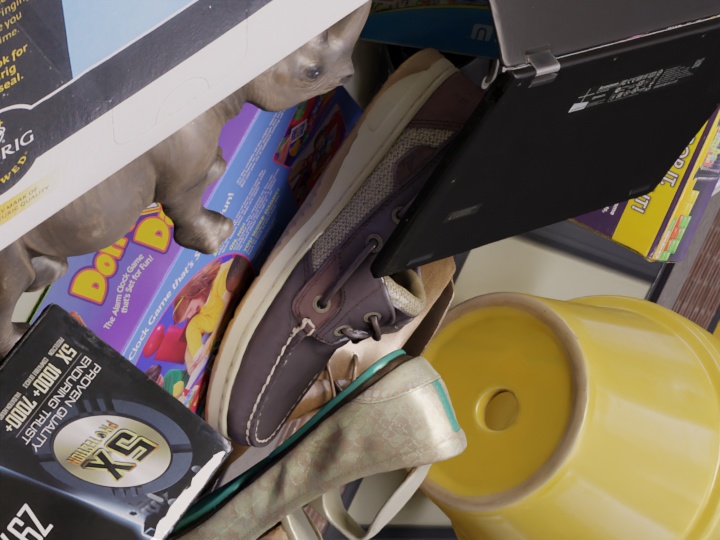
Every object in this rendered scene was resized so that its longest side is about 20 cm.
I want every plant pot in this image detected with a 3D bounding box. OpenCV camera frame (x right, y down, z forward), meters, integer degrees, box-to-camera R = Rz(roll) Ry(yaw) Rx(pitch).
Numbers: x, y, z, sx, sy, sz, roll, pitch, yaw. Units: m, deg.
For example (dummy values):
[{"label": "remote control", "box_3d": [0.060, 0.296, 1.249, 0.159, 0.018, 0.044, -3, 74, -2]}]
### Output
[{"label": "plant pot", "box_3d": [0.119, 0.100, 1.656, 0.189, 0.201, 0.201, 28, 89, -55]}]

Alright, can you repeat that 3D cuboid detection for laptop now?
[{"label": "laptop", "box_3d": [0.082, -0.119, 1.194, 0.187, 0.116, 0.200, -17, 151, -42]}]

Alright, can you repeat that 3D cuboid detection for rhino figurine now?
[{"label": "rhino figurine", "box_3d": [-0.078, -0.048, 1.048, 0.200, 0.060, 0.087, -34, 138, 2]}]

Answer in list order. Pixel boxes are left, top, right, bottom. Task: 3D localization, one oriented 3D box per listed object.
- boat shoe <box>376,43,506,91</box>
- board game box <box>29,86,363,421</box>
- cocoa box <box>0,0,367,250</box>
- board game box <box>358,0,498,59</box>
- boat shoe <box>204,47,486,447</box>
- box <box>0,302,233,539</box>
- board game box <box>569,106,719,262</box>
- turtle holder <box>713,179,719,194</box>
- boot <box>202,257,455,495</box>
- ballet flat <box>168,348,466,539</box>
[{"label": "boat shoe", "box_3d": [0.040, -0.109, 1.349, 0.060, 0.074, 0.200, -27, 137, -59]}, {"label": "board game box", "box_3d": [-0.074, -0.006, 1.233, 0.200, 0.045, 0.134, -61, 160, -7]}, {"label": "cocoa box", "box_3d": [-0.099, -0.119, 0.847, 0.200, 0.133, 0.131, -36, 149, -26]}, {"label": "board game box", "box_3d": [0.077, -0.195, 1.243, 0.147, 0.064, 0.200, 6, 116, -26]}, {"label": "boat shoe", "box_3d": [0.000, 0.000, 1.244, 0.200, 0.065, 0.072, -59, 165, 10]}, {"label": "box", "box_3d": [-0.149, 0.124, 1.037, 0.164, 0.086, 0.200, -53, -177, -27]}, {"label": "board game box", "box_3d": [0.122, -0.127, 1.395, 0.200, 0.165, 0.057, -66, 160, 8]}, {"label": "turtle holder", "box_3d": [0.155, -0.109, 1.538, 0.132, 0.141, 0.186, -58, 161, -10]}, {"label": "boot", "box_3d": [-0.026, 0.045, 1.373, 0.200, 0.075, 0.074, -50, 162, -27]}, {"label": "ballet flat", "box_3d": [-0.028, 0.108, 1.300, 0.200, 0.062, 0.067, -39, 174, 38]}]
